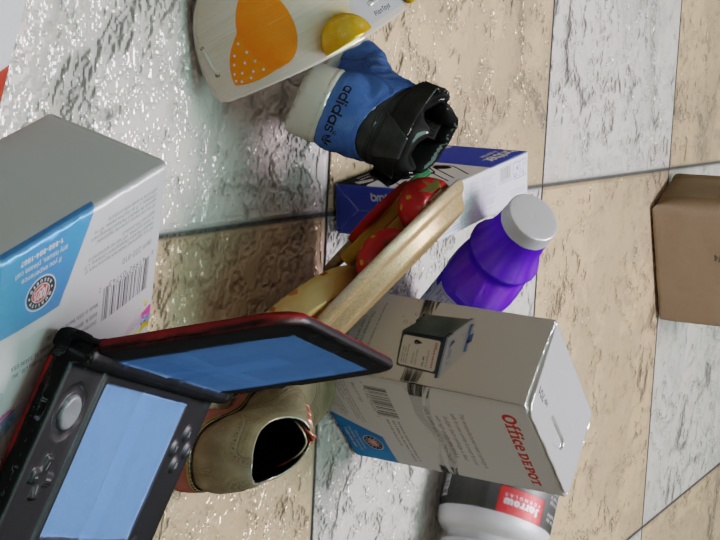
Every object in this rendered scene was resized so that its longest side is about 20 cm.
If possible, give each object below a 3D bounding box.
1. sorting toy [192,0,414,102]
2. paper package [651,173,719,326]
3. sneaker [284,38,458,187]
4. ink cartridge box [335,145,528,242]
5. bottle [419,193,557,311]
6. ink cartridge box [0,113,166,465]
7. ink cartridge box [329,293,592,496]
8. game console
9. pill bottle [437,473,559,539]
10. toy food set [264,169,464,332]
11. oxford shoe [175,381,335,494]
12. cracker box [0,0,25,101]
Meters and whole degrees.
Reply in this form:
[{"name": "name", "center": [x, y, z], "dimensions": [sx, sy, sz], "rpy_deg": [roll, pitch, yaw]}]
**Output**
[{"name": "sorting toy", "center": [-0.048, -0.244, 1.091], "dimensions": [0.200, 0.106, 0.182], "rpy_deg": [-44, 115, -52]}, {"name": "paper package", "center": [0.505, -0.023, 2.107], "dimensions": [0.104, 0.198, 0.193], "rpy_deg": [-47, 136, -50]}, {"name": "sneaker", "center": [0.017, -0.118, 1.152], "dimensions": [0.200, 0.110, 0.077], "rpy_deg": [-60, 174, -75]}, {"name": "ink cartridge box", "center": [0.065, -0.069, 1.332], "dimensions": [0.200, 0.093, 0.045], "rpy_deg": [-26, 119, -60]}, {"name": "bottle", "center": [0.100, 0.012, 1.338], "dimensions": [0.083, 0.065, 0.200], "rpy_deg": [-42, 171, -42]}, {"name": "ink cartridge box", "center": [-0.181, 0.042, 0.822], "dimensions": [0.144, 0.084, 0.202], "rpy_deg": [-40, 146, -53]}, {"name": "ink cartridge box", "center": [0.073, 0.099, 1.267], "dimensions": [0.087, 0.198, 0.147], "rpy_deg": [-67, 149, -29]}, {"name": "game console", "center": [-0.086, 0.094, 0.830], "dimensions": [0.174, 0.118, 0.200], "rpy_deg": [-66, 162, -4]}, {"name": "pill bottle", "center": [0.139, 0.208, 1.521], "dimensions": [0.114, 0.113, 0.202], "rpy_deg": [46, 55, -57]}, {"name": "toy food set", "center": [0.000, 0.000, 1.154], "dimensions": [0.200, 0.049, 0.198], "rpy_deg": [-46, 178, 4]}, {"name": "oxford shoe", "center": [-0.059, 0.120, 1.145], "dimensions": [0.200, 0.074, 0.071], "rpy_deg": [-33, 124, -58]}, {"name": "cracker box", "center": [-0.239, -0.156, 0.740], "dimensions": [0.200, 0.057, 0.136], "rpy_deg": [30, 69, -62]}]
